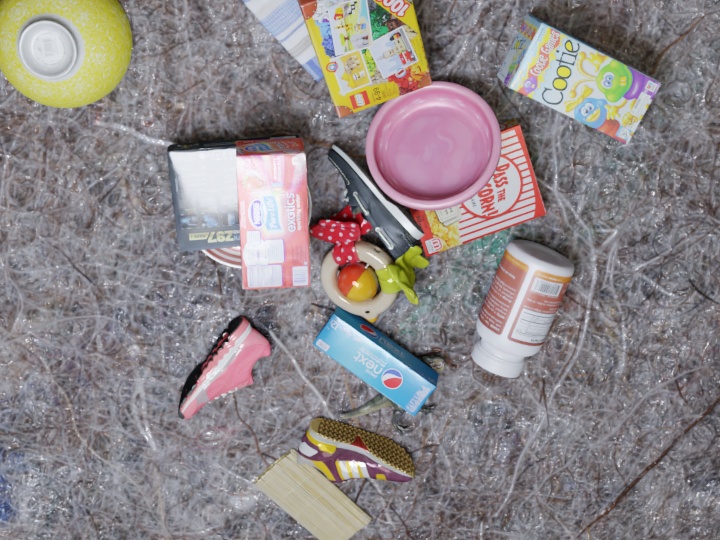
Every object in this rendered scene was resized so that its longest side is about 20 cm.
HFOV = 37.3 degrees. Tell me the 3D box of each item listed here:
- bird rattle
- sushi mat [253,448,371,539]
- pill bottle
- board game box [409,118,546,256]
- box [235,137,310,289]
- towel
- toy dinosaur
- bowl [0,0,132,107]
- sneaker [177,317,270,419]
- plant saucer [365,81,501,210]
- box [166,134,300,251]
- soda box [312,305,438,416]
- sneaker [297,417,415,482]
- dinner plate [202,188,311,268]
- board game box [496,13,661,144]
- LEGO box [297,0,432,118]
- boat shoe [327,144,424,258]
[{"bbox_3d":[0.000,0.000,1.655,0.199,0.113,0.163,27,124,-7],"label":"bird rattle"},{"bbox_3d":[-0.082,0.397,1.838,0.096,0.012,0.200,-42,107,12],"label":"sushi mat"},{"bbox_3d":[0.250,0.062,1.684,0.112,0.112,0.201,18,108,-10],"label":"pill bottle"},{"bbox_3d":[0.169,-0.127,1.645,0.199,0.046,0.152,-20,110,4],"label":"board game box"},{"bbox_3d":[-0.127,-0.082,1.540,0.102,0.095,0.201,-4,111,-5],"label":"box"},{"bbox_3d":[-0.063,-0.372,1.512,0.147,0.024,0.200,-36,133,11],"label":"towel"},{"bbox_3d":[0.070,0.217,1.767,0.200,0.047,0.088,-35,99,11],"label":"toy dinosaur"},{"bbox_3d":[-0.429,-0.319,1.506,0.199,0.108,0.201,-1,110,-3],"label":"bowl"},{"bbox_3d":[-0.219,0.174,1.717,0.087,0.074,0.200,35,104,-16],"label":"sneaker"},{"bbox_3d":[0.109,-0.179,1.577,0.199,0.051,0.202,-3,72,10],"label":"plant saucer"},{"bbox_3d":[-0.182,-0.116,1.601,0.199,0.051,0.159,-5,110,-3],"label":"box"},{"bbox_3d":[0.026,0.142,1.700,0.200,0.068,0.064,36,105,-1],"label":"soda box"},{"bbox_3d":[-0.008,0.320,1.790,0.199,0.075,0.090,24,115,-5],"label":"sneaker"},{"bbox_3d":[-0.175,-0.100,1.646,0.199,0.024,0.201,-1,111,-2],"label":"dinner plate"},{"bbox_3d":[0.318,-0.281,1.567,0.199,0.105,0.103,24,107,-11],"label":"board game box"},{"bbox_3d":[0.004,-0.334,1.499,0.148,0.077,0.200,-20,137,1],"label":"LEGO box"},{"bbox_3d":[0.009,-0.105,1.593,0.060,0.076,0.200,-45,69,9],"label":"boat shoe"}]
